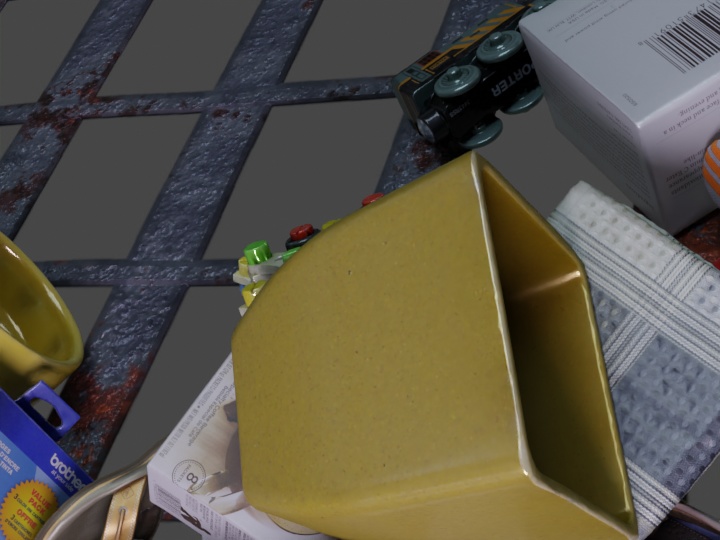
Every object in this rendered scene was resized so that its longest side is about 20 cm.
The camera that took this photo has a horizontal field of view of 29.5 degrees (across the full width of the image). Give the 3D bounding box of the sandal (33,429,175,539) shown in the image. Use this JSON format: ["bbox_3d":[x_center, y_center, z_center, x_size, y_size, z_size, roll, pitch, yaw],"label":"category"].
[{"bbox_3d":[-0.179,0.191,1.075,0.199,0.081,0.054,-34,63,-13],"label":"sandal"}]

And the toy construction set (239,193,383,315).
[{"bbox_3d":[0.000,0.000,1.016,0.198,0.093,0.131,-9,13,-13],"label":"toy construction set"}]

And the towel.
[{"bbox_3d":[0.163,0.060,0.915,0.200,0.035,0.193,39,88,31],"label":"towel"}]

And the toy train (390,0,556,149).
[{"bbox_3d":[0.123,-0.192,1.285,0.199,0.086,0.114,-37,33,-11],"label":"toy train"}]

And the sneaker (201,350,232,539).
[{"bbox_3d":[-0.053,0.137,1.065,0.113,0.073,0.202,-7,52,12],"label":"sneaker"}]

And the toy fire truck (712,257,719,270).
[{"bbox_3d":[0.185,0.033,1.013,0.200,0.141,0.049,-51,4,27],"label":"toy fire truck"}]

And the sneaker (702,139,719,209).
[{"bbox_3d":[0.352,-0.037,1.014,0.111,0.078,0.201,-16,59,-21],"label":"sneaker"}]

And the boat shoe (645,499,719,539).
[{"bbox_3d":[0.187,0.176,0.900,0.199,0.060,0.072,21,61,40],"label":"boat shoe"}]

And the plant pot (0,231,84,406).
[{"bbox_3d":[-0.381,0.069,1.213,0.189,0.201,0.201,-41,42,6],"label":"plant pot"}]

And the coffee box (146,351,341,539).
[{"bbox_3d":[-0.035,0.159,0.954,0.199,0.080,0.113,31,63,10],"label":"coffee box"}]

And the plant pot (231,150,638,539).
[{"bbox_3d":[0.033,0.077,0.844,0.199,0.195,0.196,-19,63,23],"label":"plant pot"}]

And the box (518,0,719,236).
[{"bbox_3d":[0.273,-0.169,1.143,0.198,0.131,0.200,-31,41,-4],"label":"box"}]

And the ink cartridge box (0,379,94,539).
[{"bbox_3d":[-0.306,0.179,1.085,0.076,0.137,0.201,-5,43,46],"label":"ink cartridge box"}]

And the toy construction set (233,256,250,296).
[{"bbox_3d":[-0.007,0.043,1.108,0.130,0.093,0.200,-15,45,-24],"label":"toy construction set"}]
